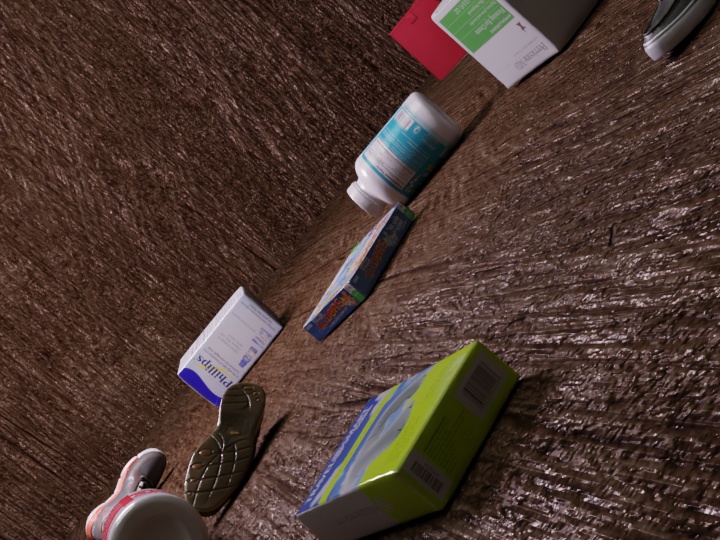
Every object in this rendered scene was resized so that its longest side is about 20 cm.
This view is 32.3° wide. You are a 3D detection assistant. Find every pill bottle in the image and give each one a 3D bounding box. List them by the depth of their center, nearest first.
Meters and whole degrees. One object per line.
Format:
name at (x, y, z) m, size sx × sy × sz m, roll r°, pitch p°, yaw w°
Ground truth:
pill bottle at (-0.241, 0.311, 1.438) m, size 0.113 × 0.112 × 0.200 m, roll -52°, pitch 7°, yaw -15°
pill bottle at (0.066, -0.184, 2.037) m, size 0.200 × 0.111 × 0.111 m, roll -49°, pitch 7°, yaw 13°

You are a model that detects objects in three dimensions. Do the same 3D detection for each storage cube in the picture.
storage cube at (0.211, -0.619, 3.089) m, size 0.200 × 0.179 × 0.171 m, roll -42°, pitch 10°, yaw 44°

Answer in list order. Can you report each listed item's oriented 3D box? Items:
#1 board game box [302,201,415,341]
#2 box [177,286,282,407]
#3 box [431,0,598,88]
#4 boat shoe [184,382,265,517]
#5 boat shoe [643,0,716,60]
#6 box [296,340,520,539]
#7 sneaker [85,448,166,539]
board game box at (0.000, 0.000, 1.820) m, size 0.135 × 0.034 × 0.201 m, roll -45°, pitch 9°, yaw 43°
box at (-0.253, 0.145, 2.411) m, size 0.201 × 0.105 × 0.184 m, roll -50°, pitch 7°, yaw -1°
box at (0.246, -0.416, 1.831) m, size 0.201 × 0.171 × 0.199 m, roll -53°, pitch 7°, yaw -16°
boat shoe at (-0.166, 0.236, 1.585) m, size 0.201 × 0.071 × 0.068 m, roll -69°, pitch -15°, yaw -45°
boat shoe at (0.310, -0.286, 1.169) m, size 0.201 × 0.066 × 0.070 m, roll -53°, pitch 7°, yaw -17°
box at (0.026, 0.133, 0.911) m, size 0.122 × 0.048 × 0.200 m, roll -55°, pitch 9°, yaw -31°
sneaker at (-0.405, 0.413, 2.240) m, size 0.081 × 0.077 × 0.201 m, roll 6°, pitch 54°, yaw 49°
